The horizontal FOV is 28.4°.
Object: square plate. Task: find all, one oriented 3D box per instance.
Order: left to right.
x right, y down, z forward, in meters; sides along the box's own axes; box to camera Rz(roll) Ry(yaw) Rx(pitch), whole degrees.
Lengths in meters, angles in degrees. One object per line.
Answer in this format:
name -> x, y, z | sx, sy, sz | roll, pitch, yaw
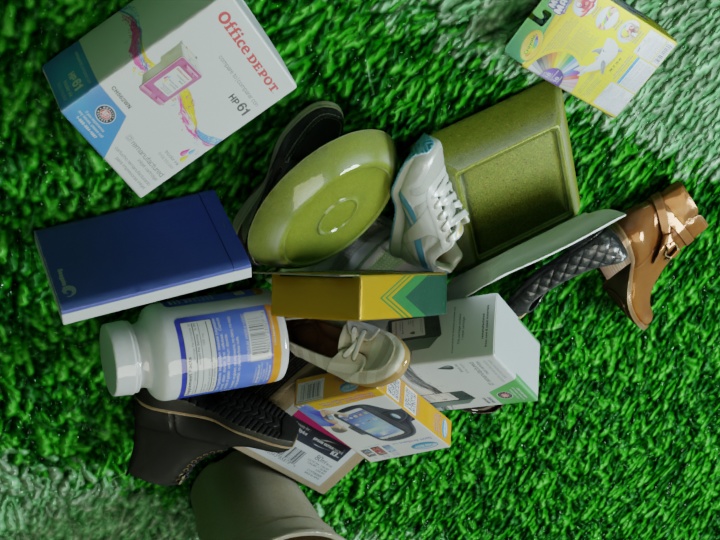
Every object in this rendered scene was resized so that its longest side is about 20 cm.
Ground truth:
square plate -> 0.193, -0.017, 1.708 | 0.197, 0.029, 0.200 | -25, 177, -21

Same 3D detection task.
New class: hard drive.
hard drive -> -0.229, -0.018, 1.494 | 0.199, 0.132, 0.025 | -14, 135, -17

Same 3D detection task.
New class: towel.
towel -> 0.000, 0.000, 1.708 | 0.200, 0.031, 0.149 | 28, 111, -42

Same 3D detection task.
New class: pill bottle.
pill bottle -> -0.191, 0.087, 1.624 | 0.199, 0.112, 0.113 | -8, 132, -21

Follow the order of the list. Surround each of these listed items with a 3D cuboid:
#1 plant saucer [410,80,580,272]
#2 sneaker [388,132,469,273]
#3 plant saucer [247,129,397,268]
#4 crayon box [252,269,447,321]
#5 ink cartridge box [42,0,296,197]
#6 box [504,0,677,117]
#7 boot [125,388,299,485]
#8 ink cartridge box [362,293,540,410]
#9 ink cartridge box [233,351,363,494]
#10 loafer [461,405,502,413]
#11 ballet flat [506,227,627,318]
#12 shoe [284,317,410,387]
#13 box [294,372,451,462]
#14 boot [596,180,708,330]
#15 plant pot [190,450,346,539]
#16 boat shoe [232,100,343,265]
plant saucer -> 0.173, -0.099, 1.678 | 0.199, 0.048, 0.201 | -26, 131, -10
sneaker -> 0.082, -0.075, 1.598 | 0.077, 0.080, 0.200 | -55, 160, -30
plant saucer -> -0.032, -0.068, 1.544 | 0.199, 0.031, 0.200 | -33, 155, -18
crayon box -> -0.010, 0.026, 1.579 | 0.200, 0.125, 0.052 | 0, 92, -53
ink cartridge box -> -0.184, -0.191, 1.398 | 0.200, 0.085, 0.145 | -36, 136, 3
box -> 0.252, -0.258, 1.602 | 0.199, 0.048, 0.117 | 20, 117, -42
boot -> -0.181, 0.212, 1.712 | 0.199, 0.078, 0.139 | 19, 115, 8
ink cartridge box -> 0.099, 0.105, 1.718 | 0.199, 0.085, 0.146 | -9, 149, 27
ink cartridge box -> -0.061, 0.178, 1.802 | 0.165, 0.075, 0.200 | -43, 134, 14
loafer -> 0.126, 0.157, 1.886 | 0.199, 0.071, 0.073 | 21, 117, -39
ballet flat -> 0.251, 0.015, 1.807 | 0.200, 0.057, 0.066 | -40, -179, 34
shoe -> -0.028, 0.087, 1.643 | 0.053, 0.199, 0.070 | 27, 79, -46
box -> 0.023, 0.179, 1.730 | 0.119, 0.042, 0.200 | -15, 141, 29
boot -> 0.389, -0.020, 1.880 | 0.155, 0.077, 0.200 | -37, 129, 1
plant pot -> -0.131, 0.336, 1.826 | 0.199, 0.184, 0.201 | -15, 135, -16
boat shoe -> -0.072, -0.090, 1.561 | 0.072, 0.066, 0.201 | 17, 119, -37
